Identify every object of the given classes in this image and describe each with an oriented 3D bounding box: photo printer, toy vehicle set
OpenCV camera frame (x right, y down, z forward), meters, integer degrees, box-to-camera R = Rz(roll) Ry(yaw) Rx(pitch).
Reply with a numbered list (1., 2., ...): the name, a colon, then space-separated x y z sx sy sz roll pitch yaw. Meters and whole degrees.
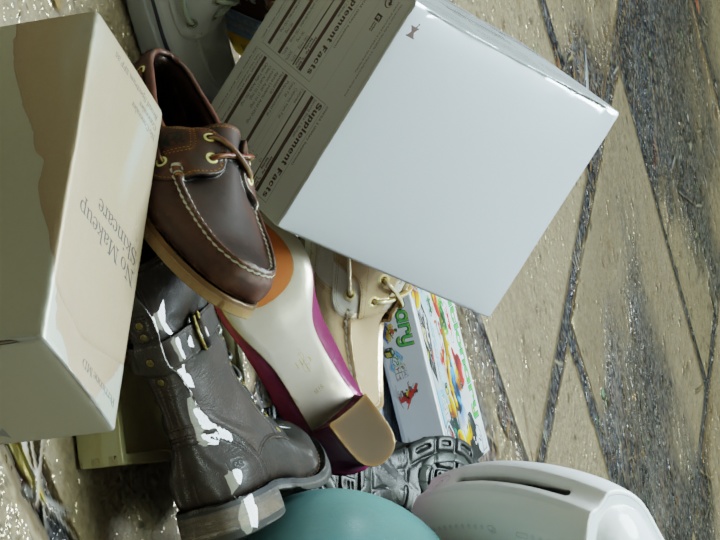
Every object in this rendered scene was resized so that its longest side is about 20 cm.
1. photo printer: 0.126 0.200 1.504 0.069 0.166 0.200 -45 117 -32
2. toy vehicle set: -0.116 0.048 1.458 0.200 0.026 0.125 7 76 -71

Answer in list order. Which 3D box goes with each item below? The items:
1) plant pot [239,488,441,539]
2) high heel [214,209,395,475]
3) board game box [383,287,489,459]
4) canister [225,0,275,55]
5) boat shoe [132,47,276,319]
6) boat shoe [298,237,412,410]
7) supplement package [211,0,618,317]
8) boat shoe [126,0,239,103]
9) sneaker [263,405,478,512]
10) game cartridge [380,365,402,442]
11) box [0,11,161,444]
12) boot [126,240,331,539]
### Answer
1. plant pot: -0.018 0.220 1.438 0.161 0.200 0.201 -84 158 -57
2. high heel: -0.049 0.037 1.531 0.200 0.067 0.096 52 -17 -7
3. board game box: 0.044 0.050 1.827 0.126 0.034 0.201 -28 105 -75
4. canister: -0.051 -0.214 1.578 0.087 0.148 0.200 -49 141 -22
5. boat shoe: -0.093 -0.053 1.359 0.070 0.070 0.200 29 16 -43
6. boat shoe: 0.000 0.000 1.672 0.074 0.069 0.201 0 83 -71
7. supplement package: 0.028 -0.086 1.538 0.200 0.111 0.156 23 103 -43
8. boat shoe: -0.104 -0.173 1.520 0.200 0.066 0.074 65 25 -42
9. sneaker: -0.014 0.135 1.644 0.200 0.091 0.076 21 66 -40
10. game cartridge: 0.008 0.148 1.784 0.133 0.040 0.201 56 31 -60
11. box: -0.162 -0.021 1.265 0.095 0.077 0.201 59 29 -52
12. boot: -0.082 0.053 1.417 0.200 0.069 0.175 -40 113 -77
